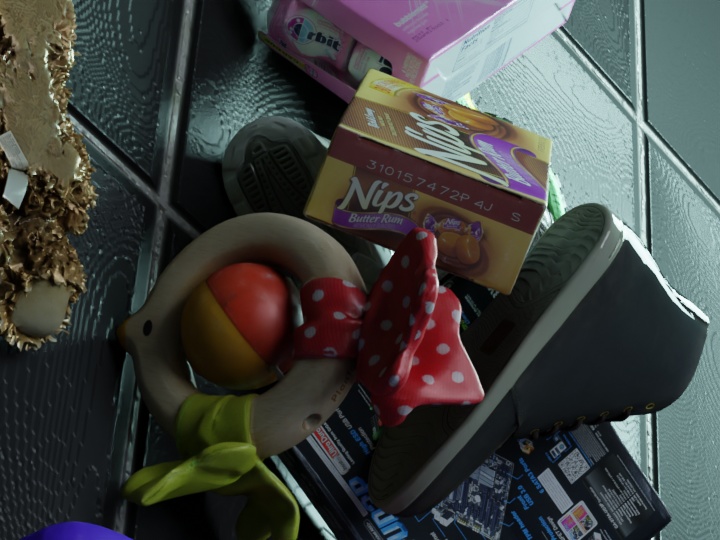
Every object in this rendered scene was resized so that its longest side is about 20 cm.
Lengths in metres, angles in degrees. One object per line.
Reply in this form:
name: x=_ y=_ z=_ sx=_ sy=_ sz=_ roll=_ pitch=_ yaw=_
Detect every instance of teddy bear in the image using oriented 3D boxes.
teddy bear: x=-0.182 y=-0.057 z=1.420 sx=0.145 sy=0.067 sz=0.200 roll=1 pitch=72 yaw=-50

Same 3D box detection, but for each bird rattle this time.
bird rattle: x=-0.045 y=0.039 z=1.443 sx=0.113 sy=0.200 sz=0.163 roll=22 pitch=26 yaw=-53

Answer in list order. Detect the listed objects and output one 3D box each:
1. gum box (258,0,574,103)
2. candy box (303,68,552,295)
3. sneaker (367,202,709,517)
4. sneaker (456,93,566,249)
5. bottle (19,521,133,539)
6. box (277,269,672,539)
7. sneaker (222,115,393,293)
gum box: x=0.039 y=-0.168 z=1.773 sx=0.113 sy=0.066 sz=0.200 roll=35 pitch=43 yaw=18
candy box: x=0.040 y=-0.051 z=1.558 sx=0.117 sy=0.056 sz=0.200 roll=22 pitch=12 yaw=0
sneaker: x=0.099 y=0.072 z=1.543 sx=0.106 sy=0.200 sz=0.075 roll=42 pitch=-1 yaw=-26
sneaker: x=0.052 y=-0.069 z=1.825 sx=0.200 sy=0.078 sz=0.085 roll=49 pitch=37 yaw=-10
bottle: x=-0.120 y=0.214 z=1.285 sx=0.084 sy=0.065 sz=0.200 roll=32 pitch=41 yaw=-45
box: x=0.058 y=0.109 z=1.598 sx=0.200 sy=0.159 sz=0.046 roll=55 pitch=-15 yaw=-17
sneaker: x=0.000 y=0.000 z=1.664 sx=0.099 sy=0.078 sz=0.200 roll=-14 pitch=81 yaw=-66
